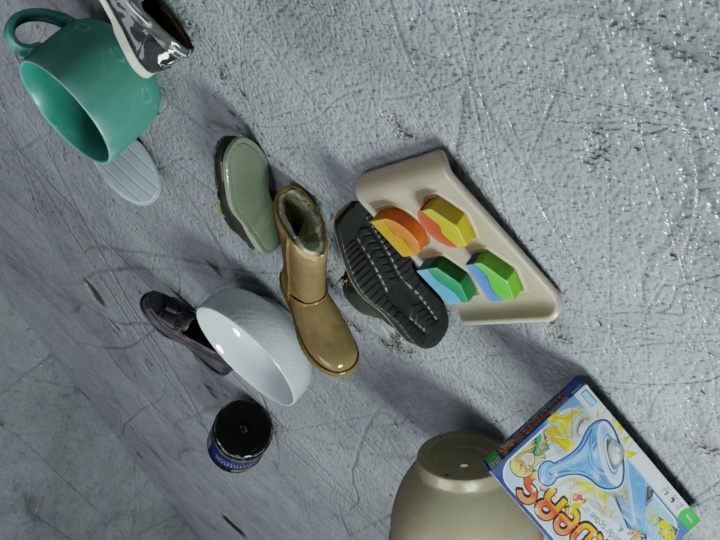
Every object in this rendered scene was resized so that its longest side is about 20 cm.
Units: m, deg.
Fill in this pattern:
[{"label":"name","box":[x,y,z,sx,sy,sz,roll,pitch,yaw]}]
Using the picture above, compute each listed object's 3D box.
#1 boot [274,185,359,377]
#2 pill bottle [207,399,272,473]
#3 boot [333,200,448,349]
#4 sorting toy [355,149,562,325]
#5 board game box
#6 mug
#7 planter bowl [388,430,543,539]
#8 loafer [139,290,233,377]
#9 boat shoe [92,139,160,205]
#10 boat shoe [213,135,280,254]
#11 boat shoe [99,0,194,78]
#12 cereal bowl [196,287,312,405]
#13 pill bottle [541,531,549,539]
[{"label":"boot","box":[-0.056,0.020,1.440,0.176,0.066,0.201,56,163,21]},{"label":"pill bottle","box":[-0.230,0.318,2.256,0.112,0.112,0.200,42,158,5]},{"label":"boot","box":[0.000,0.000,1.349,0.138,0.077,0.201,21,148,53]},{"label":"sorting toy","box":[0.089,-0.022,1.197,0.200,0.036,0.185,51,157,-15]},{"label":"board game box","box":[0.240,0.229,1.250,0.200,0.135,0.034,48,-179,-11]},{"label":"mug","box":[-0.318,-0.233,1.422,0.151,0.114,0.186,20,147,46]},{"label":"planter bowl","box":[0.132,0.287,1.505,0.199,0.199,0.136,21,122,43]},{"label":"loafer","box":[-0.283,0.098,2.037,0.200,0.072,0.063,43,139,-13]},{"label":"boat shoe","box":[-0.346,-0.176,1.659,0.201,0.072,0.062,51,-178,-8]},{"label":"boat shoe","box":[-0.143,-0.093,1.426,0.060,0.072,0.202,27,156,26]},{"label":"boat shoe","box":[-0.243,-0.304,1.258,0.067,0.072,0.201,-16,117,23]},{"label":"cereal bowl","box":[-0.142,0.099,1.751,0.199,0.083,0.201,36,156,18]},{"label":"pill bottle","box":[0.294,0.318,1.350,0.200,0.110,0.109,51,157,-16]}]
